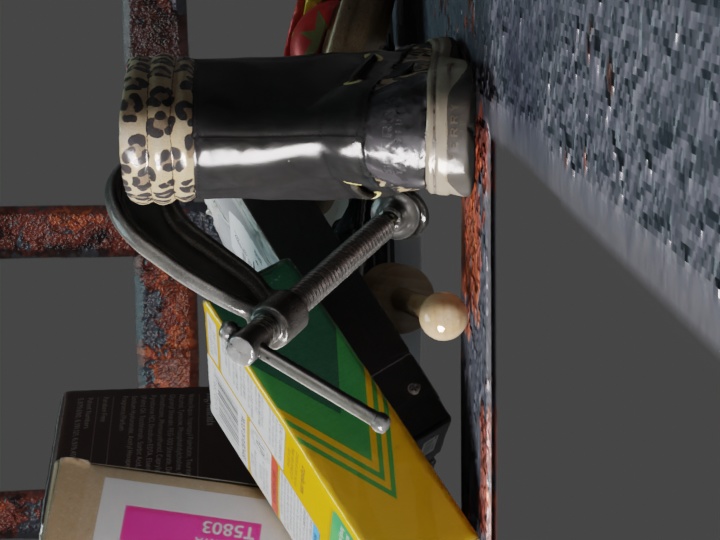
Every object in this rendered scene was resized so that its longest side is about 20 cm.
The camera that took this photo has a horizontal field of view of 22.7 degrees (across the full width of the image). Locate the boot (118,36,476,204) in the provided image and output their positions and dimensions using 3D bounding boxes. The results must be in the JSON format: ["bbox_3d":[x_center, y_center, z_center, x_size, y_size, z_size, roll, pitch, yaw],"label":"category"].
[{"bbox_3d":[-0.028,-0.065,0.805,0.200,0.150,0.073,-105,14,-79],"label":"boot"}]

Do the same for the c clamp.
[{"bbox_3d":[-0.030,-0.014,0.839,0.200,0.170,0.027,-51,-11,-55],"label":"c clamp"}]

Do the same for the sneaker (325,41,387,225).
[{"bbox_3d":[-0.020,-0.099,1.231,0.073,0.084,0.201,106,164,-84],"label":"sneaker"}]

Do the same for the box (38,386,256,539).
[{"bbox_3d":[-0.095,0.182,1.148,0.164,0.199,0.167,-98,6,-65],"label":"box"}]

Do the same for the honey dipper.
[{"bbox_3d":[0.029,0.019,0.904,0.200,0.038,0.038,-158,67,-82],"label":"honey dipper"}]

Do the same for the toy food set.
[{"bbox_3d":[-0.019,-0.122,1.085,0.200,0.048,0.198,102,-175,-53],"label":"toy food set"}]

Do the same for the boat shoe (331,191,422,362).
[{"bbox_3d":[0.000,0.000,1.053,0.072,0.067,0.201,-105,15,-76],"label":"boat shoe"}]

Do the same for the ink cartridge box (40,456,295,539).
[{"bbox_3d":[-0.075,0.186,0.979,0.165,0.199,0.075,101,176,-53],"label":"ink cartridge box"}]

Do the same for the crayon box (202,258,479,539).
[{"bbox_3d":[-0.005,0.108,0.863,0.200,0.051,0.126,56,162,24],"label":"crayon box"}]

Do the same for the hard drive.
[{"bbox_3d":[-0.023,0.020,0.957,0.200,0.038,0.140,59,169,13],"label":"hard drive"}]
